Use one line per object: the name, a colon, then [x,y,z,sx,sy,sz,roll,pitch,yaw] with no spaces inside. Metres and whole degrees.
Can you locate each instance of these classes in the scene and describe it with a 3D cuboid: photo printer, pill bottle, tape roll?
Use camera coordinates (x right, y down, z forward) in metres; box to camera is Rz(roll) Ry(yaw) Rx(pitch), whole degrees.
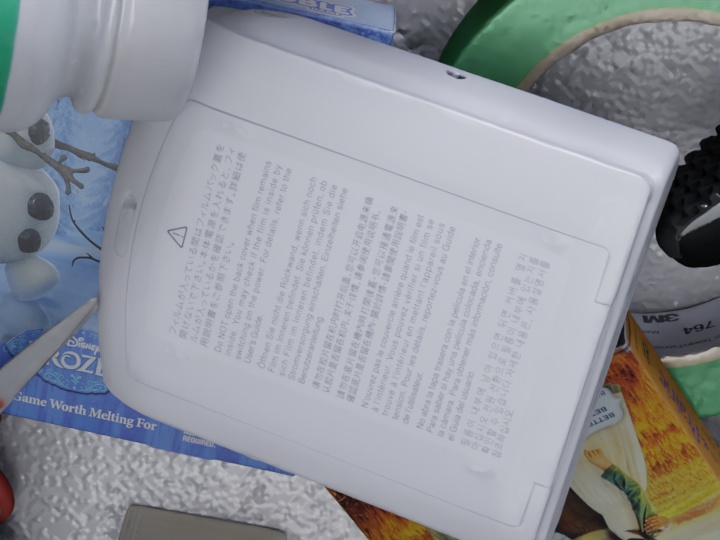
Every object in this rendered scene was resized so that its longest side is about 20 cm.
photo printer: [0.000,0.000,0.719,0.199,0.069,0.168,19,107,11]
pill bottle: [-0.156,-0.105,0.641,0.198,0.113,0.114,3,113,-17]
tape roll: [0.121,-0.039,0.778,0.198,0.048,0.202,1,112,2]

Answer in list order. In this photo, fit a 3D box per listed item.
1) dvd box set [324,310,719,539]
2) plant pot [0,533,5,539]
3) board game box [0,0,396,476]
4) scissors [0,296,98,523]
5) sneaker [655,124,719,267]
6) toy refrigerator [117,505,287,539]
dvd box set: [0.094,0.118,0.817,0.145,0.030,0.200,-24,122,20]
plant pot: [-0.215,0.163,0.801,0.140,0.142,0.201,-11,121,6]
board game box: [-0.102,-0.030,0.791,0.198,0.043,0.201,12,111,-2]
scissors: [-0.163,0.056,0.793,0.073,0.014,0.200,21,142,-10]
sneaker: [0.207,-0.041,0.709,0.199,0.070,0.090,-33,105,-1]
toy refrigerator: [-0.087,0.215,0.873,0.075,0.070,0.202,10,111,-2]
